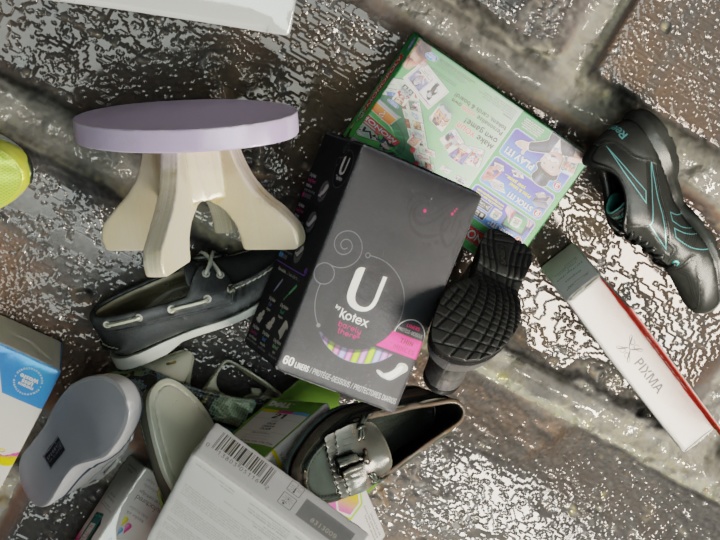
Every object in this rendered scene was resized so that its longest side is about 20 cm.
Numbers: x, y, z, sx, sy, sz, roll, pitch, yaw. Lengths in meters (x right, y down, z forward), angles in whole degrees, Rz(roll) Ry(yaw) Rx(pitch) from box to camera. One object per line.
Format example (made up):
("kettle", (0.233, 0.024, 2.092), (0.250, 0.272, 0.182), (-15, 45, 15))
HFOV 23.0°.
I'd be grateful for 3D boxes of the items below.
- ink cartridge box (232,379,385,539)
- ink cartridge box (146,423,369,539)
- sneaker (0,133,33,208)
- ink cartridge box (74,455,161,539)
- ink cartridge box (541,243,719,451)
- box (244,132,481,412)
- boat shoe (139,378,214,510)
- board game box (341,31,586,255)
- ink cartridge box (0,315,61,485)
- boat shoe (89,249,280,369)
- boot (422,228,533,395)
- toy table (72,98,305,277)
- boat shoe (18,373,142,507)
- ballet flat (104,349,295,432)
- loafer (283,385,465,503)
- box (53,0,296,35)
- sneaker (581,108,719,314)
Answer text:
("ink cartridge box", (-0.027, 0.175, 1.586), (0.200, 0.075, 0.149), (-39, 116, -36))
("ink cartridge box", (-0.099, 0.243, 1.506), (0.159, 0.047, 0.201), (35, 135, 4))
("sneaker", (-0.374, -0.070, 1.488), (0.197, 0.090, 0.079), (-6, 109, -9))
("ink cartridge box", (-0.214, 0.287, 1.625), (0.116, 0.067, 0.201), (35, 83, -19))
("ink cartridge box", (0.255, 0.085, 1.604), (0.043, 0.174, 0.200), (-37, 111, 5))
("box", (0.000, 0.000, 1.513), (0.121, 0.106, 0.202), (20, 92, -22))
("boat shoe", (-0.151, 0.190, 1.567), (0.072, 0.060, 0.203), (-38, 111, -41))
("board game box", (0.090, -0.102, 1.588), (0.199, 0.029, 0.135), (33, 102, -19))
("ink cartridge box", (-0.358, 0.137, 1.568), (0.115, 0.067, 0.201), (25, 104, -17))
("boat shoe", (-0.145, 0.019, 1.567), (0.199, 0.076, 0.061), (-29, 117, 1))
("boot", (0.090, 0.064, 1.545), (0.069, 0.200, 0.132), (31, 124, 6))
("toy table", (-0.141, -0.076, 1.490), (0.198, 0.183, 0.119), (5, 108, 32))
("boat shoe", (-0.235, 0.142, 1.562), (0.065, 0.200, 0.074), (-16, 75, -43))
("ballet flat", (-0.146, 0.109, 1.612), (0.198, 0.074, 0.075), (18, 106, -17))
("loafer", (0.015, 0.146, 1.534), (0.199, 0.062, 0.073), (-26, 107, -47))
("box", (-0.142, -0.310, 1.420), (0.196, 0.131, 0.202), (7, 109, -12))
("sneaker", (0.264, -0.044, 1.610), (0.079, 0.075, 0.202), (-31, 103, -18))
